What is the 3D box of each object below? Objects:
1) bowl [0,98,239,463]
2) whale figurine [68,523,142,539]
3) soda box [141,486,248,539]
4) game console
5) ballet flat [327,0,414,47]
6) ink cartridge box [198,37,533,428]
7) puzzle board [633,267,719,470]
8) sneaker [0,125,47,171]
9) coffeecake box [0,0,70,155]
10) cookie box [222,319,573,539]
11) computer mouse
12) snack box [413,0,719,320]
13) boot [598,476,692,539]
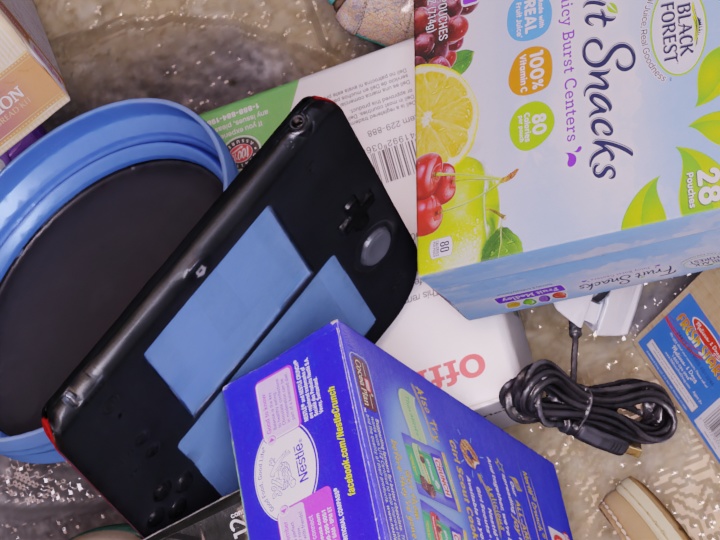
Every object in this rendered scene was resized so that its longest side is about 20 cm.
[{"bbox_3d":[-0.137,0.007,1.185,0.200,0.039,0.202,-22,46,25],"label":"bowl"},{"bbox_3d":[-0.121,0.229,1.239,0.158,0.104,0.202,14,105,17],"label":"whale figurine"},{"bbox_3d":[-0.035,0.160,1.163,0.063,0.200,0.071,-26,71,14],"label":"soda box"},{"bbox_3d":[-0.054,0.033,1.112,0.031,0.177,0.200,33,77,25],"label":"game console"},{"bbox_3d":[0.061,-0.206,1.306,0.067,0.068,0.201,34,93,-1],"label":"ballet flat"},{"bbox_3d":[0.000,0.000,1.254,0.145,0.084,0.201,-18,74,10],"label":"ink cartridge box"},{"bbox_3d":[0.238,0.070,1.176,0.151,0.017,0.201,-49,65,37],"label":"puzzle board"},{"bbox_3d":[-0.143,-0.018,1.304,0.088,0.081,0.201,-28,77,-1],"label":"sneaker"},{"bbox_3d":[-0.249,-0.103,1.286,0.153,0.073,0.200,-37,26,3],"label":"coffeecake box"},{"bbox_3d":[0.032,0.144,1.107,0.075,0.200,0.172,-29,51,22],"label":"cookie box"},{"bbox_3d":[0.119,-0.007,1.212,0.044,0.109,0.201,-28,52,46],"label":"computer mouse"},{"bbox_3d":[0.113,-0.092,1.161,0.168,0.068,0.201,-12,63,25],"label":"snack box"},{"bbox_3d":[0.128,0.220,1.180,0.155,0.073,0.201,-30,75,7],"label":"boot"}]
